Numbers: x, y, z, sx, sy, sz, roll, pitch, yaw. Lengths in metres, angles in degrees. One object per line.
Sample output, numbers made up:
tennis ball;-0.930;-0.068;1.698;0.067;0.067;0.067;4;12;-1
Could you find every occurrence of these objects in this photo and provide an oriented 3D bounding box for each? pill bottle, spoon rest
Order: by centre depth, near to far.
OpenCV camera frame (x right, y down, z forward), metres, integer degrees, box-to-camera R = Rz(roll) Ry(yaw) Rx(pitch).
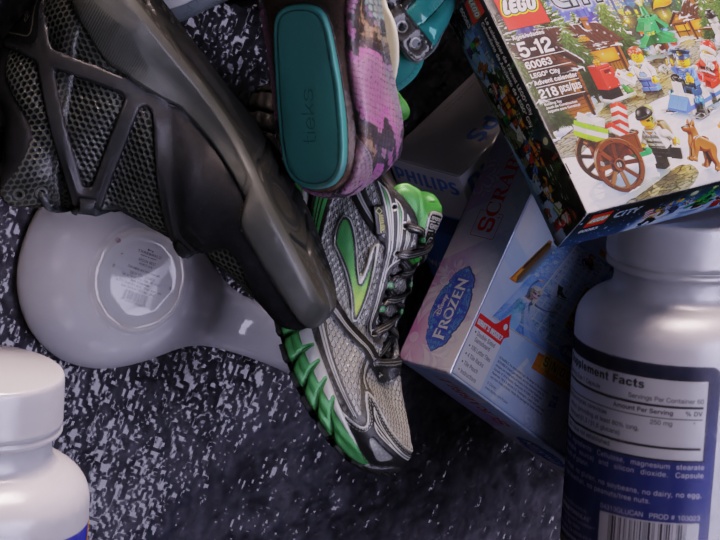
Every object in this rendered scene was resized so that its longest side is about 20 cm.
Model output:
pill bottle;-0.182;0.141;1.215;0.112;0.112;0.202;-7;109;-44
spoon rest;-0.087;0.016;1.321;0.199;0.060;0.100;25;84;-33
pill bottle;0.165;0.066;1.390;0.111;0.111;0.202;-10;109;-43

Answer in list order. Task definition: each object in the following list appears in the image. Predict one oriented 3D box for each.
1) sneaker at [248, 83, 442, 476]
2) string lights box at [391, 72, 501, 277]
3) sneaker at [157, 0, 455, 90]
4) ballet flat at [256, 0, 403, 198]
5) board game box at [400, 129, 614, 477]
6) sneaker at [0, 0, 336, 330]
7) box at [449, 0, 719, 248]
sneaker;0.000;0.000;1.279;0.078;0.085;0.202;26;54;-78
string lights box;0.096;-0.011;1.483;0.103;0.059;0.201;-43;130;-28
sneaker;-0.023;-0.135;1.311;0.200;0.083;0.121;-33;115;-35
ballet flat;-0.014;-0.135;1.226;0.071;0.069;0.202;-29;116;-51
board game box;0.126;0.002;1.444;0.200;0.041;0.201;38;73;-46
sneaker;-0.100;-0.039;1.225;0.114;0.076;0.200;-36;100;14
box;0.159;-0.098;1.356;0.199;0.038;0.137;-14;70;-30
